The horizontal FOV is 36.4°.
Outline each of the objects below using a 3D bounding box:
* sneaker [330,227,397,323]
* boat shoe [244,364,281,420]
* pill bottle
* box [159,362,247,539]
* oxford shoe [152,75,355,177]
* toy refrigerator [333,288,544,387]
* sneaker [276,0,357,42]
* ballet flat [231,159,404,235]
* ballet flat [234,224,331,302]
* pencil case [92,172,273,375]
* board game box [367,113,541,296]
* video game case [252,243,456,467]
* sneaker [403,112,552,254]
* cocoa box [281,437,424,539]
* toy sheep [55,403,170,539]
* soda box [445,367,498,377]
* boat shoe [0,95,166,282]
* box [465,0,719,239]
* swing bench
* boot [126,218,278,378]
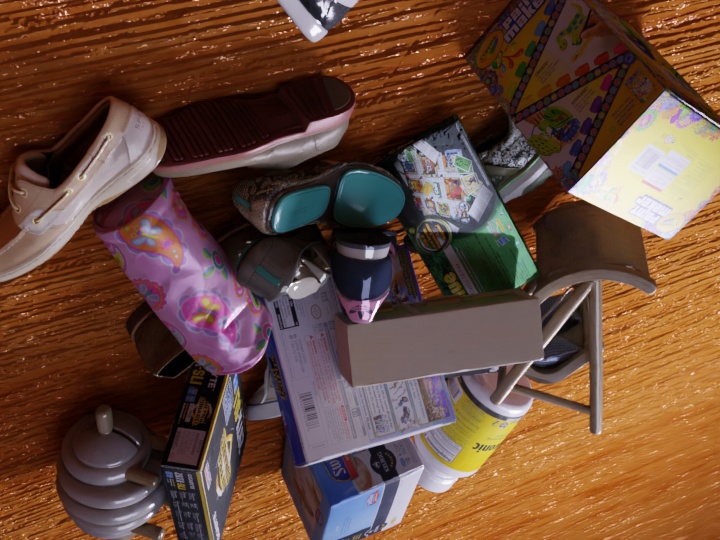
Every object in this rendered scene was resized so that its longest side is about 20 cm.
[{"bbox_3d":[0.000,0.000,1.083,0.069,0.083,0.200,4,-173,5],"label":"sneaker"},{"bbox_3d":[-0.074,0.117,1.259,0.074,0.087,0.201,-6,168,-38],"label":"boat shoe"},{"bbox_3d":[0.141,0.211,1.501,0.110,0.112,0.201,2,135,-38],"label":"pill bottle"},{"bbox_3d":[-0.169,0.197,1.210,0.049,0.161,0.201,7,141,4],"label":"box"},{"bbox_3d":[-0.095,-0.108,0.961,0.197,0.071,0.075,-16,146,-20],"label":"oxford shoe"},{"bbox_3d":[0.077,0.063,1.103,0.197,0.076,0.071,-8,98,-10],"label":"toy refrigerator"},{"bbox_3d":[-0.043,-0.264,0.814,0.111,0.073,0.200,-39,153,6],"label":"sneaker"},{"bbox_3d":[-0.041,-0.076,1.033,0.199,0.075,0.069,-10,124,-49],"label":"ballet flat"},{"bbox_3d":[-0.061,-0.001,1.046,0.068,0.063,0.200,-58,171,13],"label":"ballet flat"},{"bbox_3d":[-0.156,0.005,0.992,0.087,0.088,0.201,-32,123,3],"label":"pencil case"},{"bbox_3d":[0.098,-0.052,1.123,0.104,0.024,0.201,-27,116,9],"label":"board game box"},{"bbox_3d":[-0.009,0.087,1.161,0.179,0.203,0.045,-11,170,-25],"label":"video game case"},{"bbox_3d":[0.114,-0.099,1.155,0.199,0.077,0.089,-39,114,14],"label":"sneaker"},{"bbox_3d":[-0.017,0.255,1.394,0.130,0.134,0.201,-19,153,-18],"label":"cocoa box"},{"bbox_3d":[-0.266,0.220,1.190,0.136,0.138,0.202,-12,129,-24],"label":"toy sheep"},{"bbox_3d":[0.097,0.088,1.349,0.198,0.071,0.064,-1,135,-37],"label":"soda box"},{"bbox_3d":[-0.253,-0.071,0.896,0.199,0.074,0.069,-38,133,9],"label":"boat shoe"},{"bbox_3d":[0.238,-0.157,1.044,0.199,0.194,0.122,17,124,-46],"label":"box"},{"bbox_3d":[0.238,0.037,1.243,0.128,0.199,0.203,15,116,3],"label":"swing bench"},{"bbox_3d":[-0.146,0.029,1.091,0.200,0.076,0.073,-43,142,15],"label":"boot"}]
